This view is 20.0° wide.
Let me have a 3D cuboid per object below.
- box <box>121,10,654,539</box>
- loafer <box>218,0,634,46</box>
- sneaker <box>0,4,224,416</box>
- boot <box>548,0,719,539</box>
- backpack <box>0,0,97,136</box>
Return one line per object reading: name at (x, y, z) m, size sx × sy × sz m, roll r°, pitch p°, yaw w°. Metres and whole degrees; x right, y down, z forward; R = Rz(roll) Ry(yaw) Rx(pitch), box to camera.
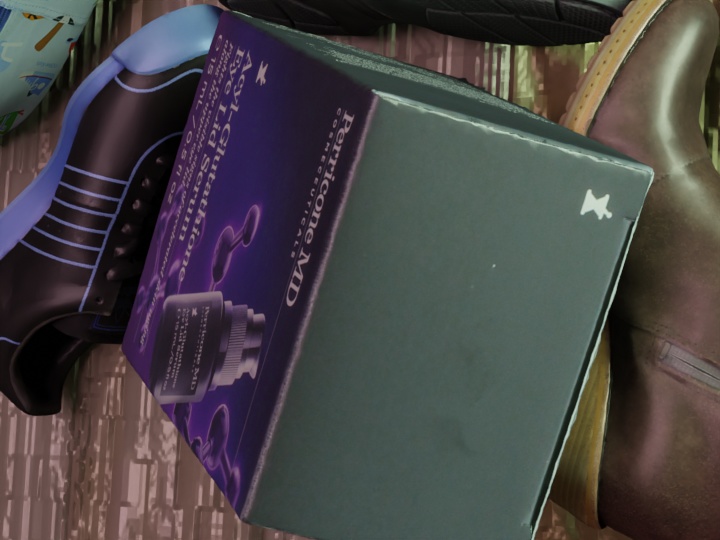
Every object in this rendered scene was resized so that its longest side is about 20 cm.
box at (0.000, 0.000, 0.732) m, size 0.200 × 0.104 × 0.148 m, roll -144°, pitch 69°, yaw -68°
loafer at (0.025, -0.130, 0.815) m, size 0.200 × 0.072 × 0.063 m, roll 7°, pitch 78°, yaw 37°
sneaker at (-0.105, -0.022, 0.890) m, size 0.200 × 0.070 × 0.078 m, roll -49°, pitch 64°, yaw 26°
boot at (0.143, 0.007, 0.731) m, size 0.166 × 0.072 × 0.200 m, roll 19°, pitch 90°, yaw 21°
backpack at (-0.200, -0.154, 0.927) m, size 0.200 × 0.154 × 0.191 m, roll 35°, pitch 113°, yaw 29°
